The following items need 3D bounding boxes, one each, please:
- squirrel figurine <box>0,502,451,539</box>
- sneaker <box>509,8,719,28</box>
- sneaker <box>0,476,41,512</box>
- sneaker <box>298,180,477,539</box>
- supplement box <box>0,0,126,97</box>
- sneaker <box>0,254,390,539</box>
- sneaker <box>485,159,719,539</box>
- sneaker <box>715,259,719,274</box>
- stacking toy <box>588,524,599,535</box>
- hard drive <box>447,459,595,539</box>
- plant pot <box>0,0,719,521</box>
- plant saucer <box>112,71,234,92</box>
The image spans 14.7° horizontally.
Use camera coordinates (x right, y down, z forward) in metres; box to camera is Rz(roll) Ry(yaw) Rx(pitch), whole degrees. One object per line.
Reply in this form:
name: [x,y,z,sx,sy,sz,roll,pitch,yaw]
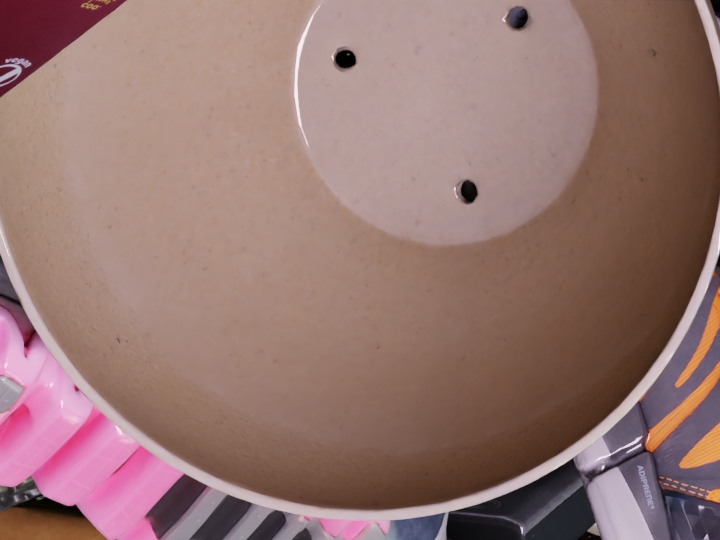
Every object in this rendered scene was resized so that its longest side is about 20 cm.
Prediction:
squirrel figurine: [-0.029,0.180,0.986,0.200,0.187,0.142,6,-177,25]
sneaker: [0.061,-0.041,0.989,0.108,0.070,0.200,11,148,-45]
sneaker: [-0.164,0.045,0.833,0.200,0.085,0.078,-16,171,-47]
sneaker: [0.002,0.000,0.947,0.077,0.202,0.146,-2,120,-4]
supplement box: [-0.067,-0.117,0.654,0.200,0.061,0.109,-35,158,25]
sneaker: [-0.072,0.029,0.827,0.200,0.095,0.079,29,127,-31]
sneaker: [0.109,0.011,0.869,0.112,0.200,0.078,-20,165,3]
sneaker: [0.113,0.049,1.052,0.116,0.200,0.076,-51,145,1]
stacking toy: [0.167,0.042,1.318,0.085,0.085,0.200,1,144,-50]
hard drive: [0.036,0.083,1.145,0.139,0.033,0.200,4,-167,23]
plant pot: [0.010,-0.043,0.781,0.200,0.200,0.134,-30,-178,16]
plant saucer: [-0.122,-0.018,0.892,0.200,0.031,0.200,-20,160,-8]
